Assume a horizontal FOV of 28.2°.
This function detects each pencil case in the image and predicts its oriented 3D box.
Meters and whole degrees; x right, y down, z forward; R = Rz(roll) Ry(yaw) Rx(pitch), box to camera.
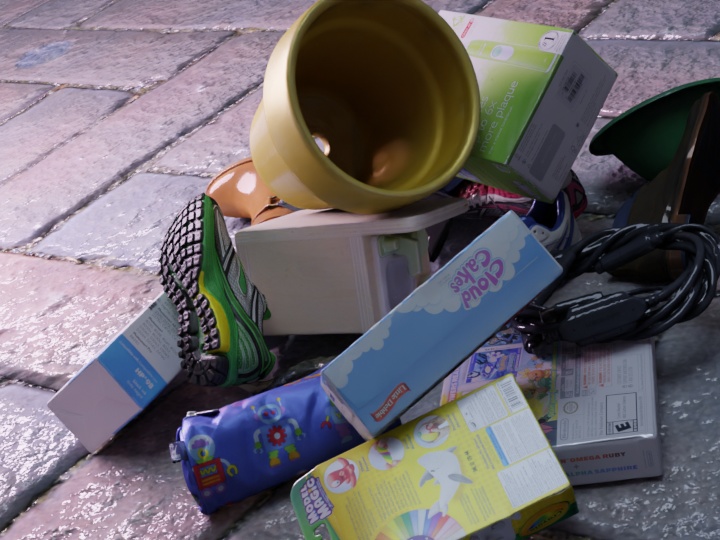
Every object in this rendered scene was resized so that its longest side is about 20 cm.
[{"bbox_3d":[-0.066,0.136,1.231,0.198,0.088,0.078,-21,-6,-10],"label":"pencil case"}]

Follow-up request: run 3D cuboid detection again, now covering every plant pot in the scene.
[{"bbox_3d":[-0.014,-0.142,1.363,0.200,0.202,0.189,-32,2,-27],"label":"plant pot"}]

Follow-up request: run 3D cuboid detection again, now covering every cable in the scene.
[{"bbox_3d":[0.221,0.011,1.256,0.198,0.051,0.163,-22,22,-1],"label":"cable"}]

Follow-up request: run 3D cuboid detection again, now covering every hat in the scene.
[{"bbox_3d":[0.346,-0.087,1.480,0.164,0.178,0.200,-19,-12,-8],"label":"hat"}]

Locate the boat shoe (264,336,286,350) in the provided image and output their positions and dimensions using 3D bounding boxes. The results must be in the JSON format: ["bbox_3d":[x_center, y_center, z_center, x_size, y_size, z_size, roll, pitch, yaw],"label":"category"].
[{"bbox_3d":[-0.112,0.024,1.480,0.065,0.072,0.201,-22,30,21],"label":"boat shoe"}]

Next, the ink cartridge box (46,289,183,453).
[{"bbox_3d":[-0.199,0.073,1.385,0.116,0.067,0.200,-39,7,45],"label":"ink cartridge box"}]

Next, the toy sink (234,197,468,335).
[{"bbox_3d":[0.000,0.000,1.381,0.198,0.113,0.130,-4,10,29],"label":"toy sink"}]

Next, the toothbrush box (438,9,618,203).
[{"bbox_3d":[0.133,-0.166,1.419,0.199,0.086,0.147,22,82,51],"label":"toothbrush box"}]

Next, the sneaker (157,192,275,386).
[{"bbox_3d":[-0.133,0.020,1.340,0.078,0.085,0.202,-36,57,39],"label":"sneaker"}]

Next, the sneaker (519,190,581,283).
[{"bbox_3d":[0.143,-0.005,1.368,0.075,0.089,0.200,7,37,35],"label":"sneaker"}]

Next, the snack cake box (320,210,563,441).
[{"bbox_3d":[0.062,0.048,1.155,0.200,0.067,0.115,-40,-8,-8],"label":"snack cake box"}]

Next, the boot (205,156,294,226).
[{"bbox_3d":[-0.108,-0.065,1.639,0.198,0.074,0.155,-8,33,22],"label":"boot"}]

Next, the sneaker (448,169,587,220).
[{"bbox_3d":[0.156,-0.078,1.515,0.081,0.075,0.199,-52,24,-19],"label":"sneaker"}]

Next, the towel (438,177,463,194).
[{"bbox_3d":[0.087,-0.123,1.561,0.200,0.049,0.112,-40,17,23],"label":"towel"}]

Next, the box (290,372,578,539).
[{"bbox_3d":[0.052,0.172,1.086,0.198,0.049,0.118,-24,49,-2],"label":"box"}]

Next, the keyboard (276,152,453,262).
[{"bbox_3d":[-0.002,-0.049,1.522,0.198,0.021,0.128,21,75,28],"label":"keyboard"}]

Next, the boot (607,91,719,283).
[{"bbox_3d":[0.292,-0.080,1.379,0.096,0.075,0.202,-4,59,40],"label":"boot"}]

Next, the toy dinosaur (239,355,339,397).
[{"bbox_3d":[-0.053,0.106,1.327,0.198,0.048,0.088,-10,25,23],"label":"toy dinosaur"}]

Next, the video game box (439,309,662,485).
[{"bbox_3d":[0.158,0.107,1.201,0.180,0.047,0.201,-7,29,14],"label":"video game box"}]
